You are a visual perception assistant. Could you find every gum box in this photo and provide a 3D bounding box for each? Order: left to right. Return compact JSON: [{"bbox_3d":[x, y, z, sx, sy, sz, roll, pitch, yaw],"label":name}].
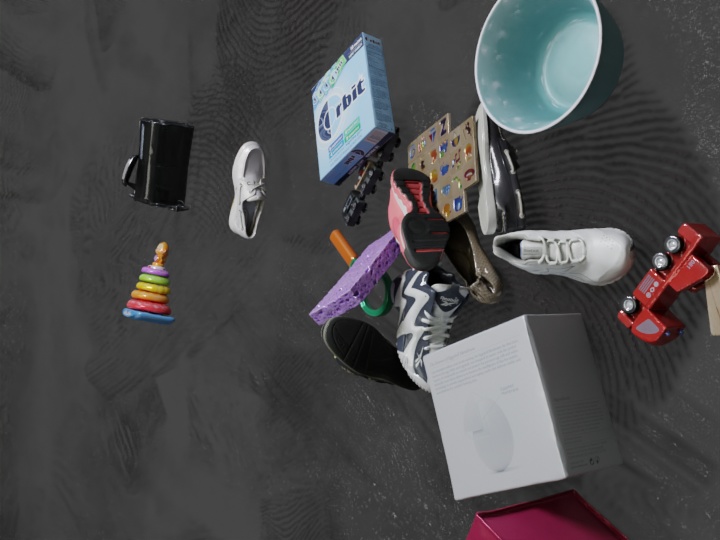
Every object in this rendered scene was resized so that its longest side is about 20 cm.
[{"bbox_3d":[-0.017,-0.275,1.414,0.170,0.044,0.201,-37,49,46],"label":"gum box"}]

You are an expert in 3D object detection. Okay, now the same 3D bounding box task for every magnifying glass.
[{"bbox_3d":[0.000,0.000,1.437,0.200,0.022,0.080,53,129,36],"label":"magnifying glass"}]

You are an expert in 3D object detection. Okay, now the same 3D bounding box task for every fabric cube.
[{"bbox_3d":[0.229,0.416,0.993,0.200,0.196,0.200,40,120,45],"label":"fabric cube"}]

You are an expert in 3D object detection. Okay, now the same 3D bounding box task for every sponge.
[{"bbox_3d":[0.008,0.001,1.302,0.030,0.200,0.111,47,138,-9],"label":"sponge"}]

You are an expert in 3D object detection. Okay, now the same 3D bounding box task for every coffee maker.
[{"bbox_3d":[-0.458,-0.256,1.958,0.191,0.135,0.201,15,103,27],"label":"coffee maker"}]

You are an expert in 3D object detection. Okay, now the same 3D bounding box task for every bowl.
[{"bbox_3d":[0.252,-0.269,1.049,0.200,0.105,0.202,0,90,51],"label":"bowl"}]

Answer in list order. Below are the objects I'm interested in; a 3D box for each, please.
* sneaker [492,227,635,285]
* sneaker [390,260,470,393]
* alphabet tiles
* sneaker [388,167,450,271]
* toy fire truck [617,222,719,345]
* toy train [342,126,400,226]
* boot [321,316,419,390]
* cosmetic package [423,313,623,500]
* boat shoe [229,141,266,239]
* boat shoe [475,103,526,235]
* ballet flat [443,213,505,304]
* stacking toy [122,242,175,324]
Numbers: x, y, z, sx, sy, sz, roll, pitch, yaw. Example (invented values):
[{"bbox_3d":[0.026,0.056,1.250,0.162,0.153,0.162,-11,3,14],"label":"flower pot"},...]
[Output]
[{"bbox_3d":[0.256,-0.019,1.055,0.200,0.087,0.075,0,87,51],"label":"sneaker"},{"bbox_3d":[0.115,0.075,1.237,0.130,0.079,0.200,-44,46,52],"label":"sneaker"},{"bbox_3d":[0.121,-0.148,1.241,0.200,0.008,0.168,150,122,-62],"label":"alphabet tiles"},{"bbox_3d":[0.083,-0.062,1.238,0.087,0.073,0.201,105,164,-45],"label":"sneaker"},{"bbox_3d":[0.390,0.023,0.912,0.141,0.049,0.201,52,128,38],"label":"toy fire truck"},{"bbox_3d":[0.017,-0.164,1.407,0.200,0.034,0.046,-62,35,30],"label":"toy train"},{"bbox_3d":[-0.010,0.130,1.313,0.153,0.203,0.074,3,66,56],"label":"boot"},{"bbox_3d":[0.207,0.179,1.084,0.199,0.123,0.201,-29,68,48],"label":"cosmetic package"},{"bbox_3d":[-0.220,-0.160,1.682,0.069,0.071,0.201,34,124,45],"label":"boat shoe"},{"bbox_3d":[0.195,-0.144,1.156,0.074,0.060,0.201,98,171,-64],"label":"boat shoe"},{"bbox_3d":[0.149,-0.030,1.221,0.067,0.046,0.200,-57,46,36],"label":"ballet flat"},{"bbox_3d":[-0.507,0.027,2.032,0.116,0.109,0.201,6,83,54],"label":"stacking toy"}]
